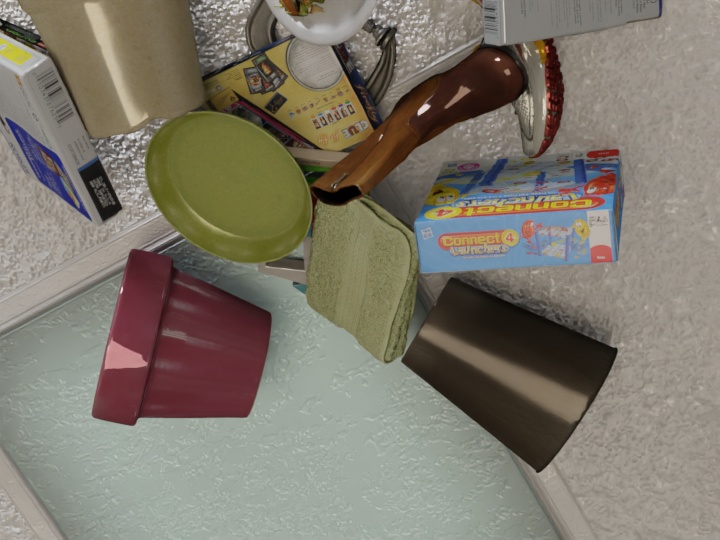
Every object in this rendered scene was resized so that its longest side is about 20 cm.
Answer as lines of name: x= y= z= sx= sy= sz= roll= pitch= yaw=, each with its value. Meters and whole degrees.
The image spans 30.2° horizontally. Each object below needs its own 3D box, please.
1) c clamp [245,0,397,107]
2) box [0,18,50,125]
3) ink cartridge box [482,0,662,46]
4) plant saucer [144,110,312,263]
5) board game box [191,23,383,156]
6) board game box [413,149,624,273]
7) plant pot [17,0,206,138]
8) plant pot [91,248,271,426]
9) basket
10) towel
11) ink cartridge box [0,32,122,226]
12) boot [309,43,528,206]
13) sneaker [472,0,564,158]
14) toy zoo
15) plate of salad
c clamp: x=-0.039 y=-0.269 z=1.443 sx=0.200 sy=0.027 sz=0.171 roll=38 pitch=115 yaw=-3
box: x=-0.456 y=-0.249 z=1.544 sx=0.199 sy=0.035 sz=0.110 roll=24 pitch=115 yaw=3
ink cartridge box: x=0.207 y=-0.333 z=1.312 sx=0.199 sy=0.041 sz=0.201 roll=-13 pitch=109 yaw=-25
plant saucer: x=-0.141 y=-0.096 z=1.467 sx=0.199 sy=0.031 sz=0.201 roll=13 pitch=131 yaw=15
board game box: x=-0.091 y=-0.178 z=1.474 sx=0.199 sy=0.035 sz=0.136 roll=-20 pitch=109 yaw=26
board game box: x=0.170 y=-0.064 z=1.385 sx=0.199 sy=0.196 sz=0.056 roll=-4 pitch=111 yaw=14
plant pot: x=-0.250 y=-0.245 z=1.402 sx=0.199 sy=0.201 sz=0.184 roll=-12 pitch=107 yaw=17
plant pot: x=-0.204 y=0.090 z=1.551 sx=0.178 sy=0.200 sz=0.201 roll=13 pitch=115 yaw=-10
basket: x=0.158 y=0.105 z=1.495 sx=0.199 sy=0.136 sz=0.181 roll=32 pitch=127 yaw=3
towel: x=0.000 y=0.000 z=1.466 sx=0.148 sy=0.036 sz=0.201 roll=35 pitch=139 yaw=25
ink cartridge box: x=-0.356 y=-0.164 z=1.467 sx=0.047 sy=0.200 sz=0.198 roll=-36 pitch=129 yaw=-18
boot: x=0.056 y=-0.145 z=1.340 sx=0.188 sy=0.200 sz=0.069 roll=0 pitch=126 yaw=55
sneaker: x=0.165 y=-0.217 z=1.398 sx=0.082 sy=0.078 sz=0.201 roll=-7 pitch=102 yaw=22
toy zoo: x=-0.054 y=-0.050 z=1.515 sx=0.130 sy=0.021 sz=0.201 roll=6 pitch=130 yaw=7
plate of salad: x=-0.053 y=-0.327 z=1.351 sx=0.199 sy=0.048 sz=0.201 roll=18 pitch=116 yaw=42
